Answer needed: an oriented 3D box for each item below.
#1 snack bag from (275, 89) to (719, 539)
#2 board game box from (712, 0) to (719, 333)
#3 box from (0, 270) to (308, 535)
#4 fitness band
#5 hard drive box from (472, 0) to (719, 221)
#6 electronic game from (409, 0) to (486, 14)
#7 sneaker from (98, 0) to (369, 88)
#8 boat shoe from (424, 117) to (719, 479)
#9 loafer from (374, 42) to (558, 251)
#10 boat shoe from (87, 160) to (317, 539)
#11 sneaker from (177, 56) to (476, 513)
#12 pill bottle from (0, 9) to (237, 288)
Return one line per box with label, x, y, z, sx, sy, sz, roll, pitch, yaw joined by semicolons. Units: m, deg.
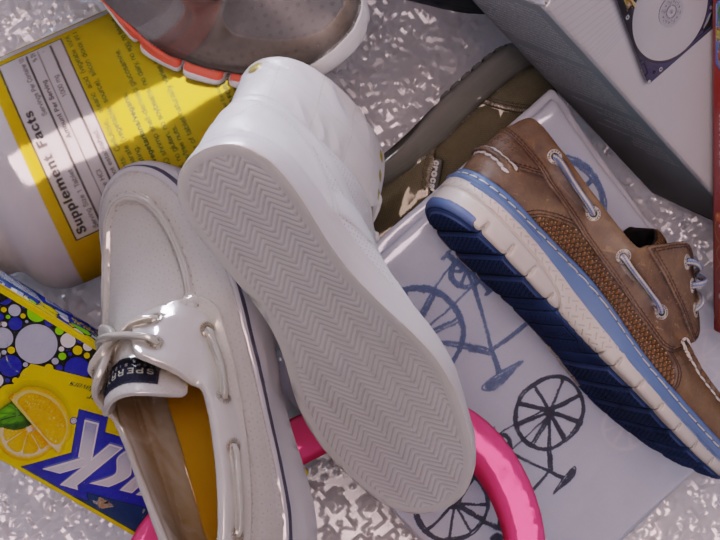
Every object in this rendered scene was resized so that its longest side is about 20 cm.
snack bag;0.081;0.048;1.272;0.189;0.021;0.200;-43;109;-7
board game box;0.203;-0.074;1.243;0.103;0.019;0.200;-22;122;-32
box;-0.125;0.064;1.226;0.200;0.064;0.070;33;91;-26
fitness band;-0.012;0.137;1.202;0.200;0.037;0.144;-28;83;-12
hard drive box;0.153;-0.136;1.240;0.077;0.200;0.156;29;81;46
electronic game;0.010;-0.197;1.263;0.200;0.200;0.042;44;125;4
sneaker;-0.090;-0.146;1.190;0.200;0.082;0.077;24;68;12
boat shoe;0.120;0.014;1.230;0.072;0.072;0.200;-49;113;-13
loafer;0.027;-0.021;1.281;0.200;0.075;0.070;-45;81;-6
boat shoe;-0.081;0.044;1.161;0.071;0.070;0.200;-26;72;35
sneaker;0.000;0.000;1.181;0.074;0.116;0.200;-20;115;23
pill bottle;-0.117;-0.061;1.265;0.200;0.112;0.113;-24;84;-3
